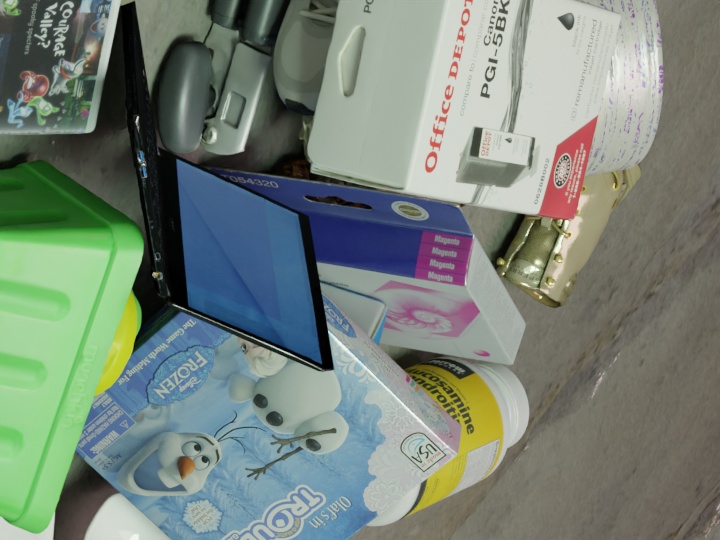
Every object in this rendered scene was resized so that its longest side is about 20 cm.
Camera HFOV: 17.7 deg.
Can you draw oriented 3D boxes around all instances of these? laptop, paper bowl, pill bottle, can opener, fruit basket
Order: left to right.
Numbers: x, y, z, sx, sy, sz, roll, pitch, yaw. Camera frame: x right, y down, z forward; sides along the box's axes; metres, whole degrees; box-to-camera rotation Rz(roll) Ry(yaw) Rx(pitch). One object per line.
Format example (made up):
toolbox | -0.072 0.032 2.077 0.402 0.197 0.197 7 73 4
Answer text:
fruit basket | -0.194 0.042 1.419 0.215 0.155 0.217 -20 124 -32
laptop | -0.083 -0.060 1.411 0.103 0.178 0.201 -8 125 -3
can opener | -0.081 -0.167 1.491 0.067 0.053 0.201 -14 126 -55
pill bottle | 0.055 0.135 1.931 0.200 0.112 0.113 -19 131 -52
paper bowl | 0.142 -0.167 1.722 0.104 0.201 0.202 -10 131 -16

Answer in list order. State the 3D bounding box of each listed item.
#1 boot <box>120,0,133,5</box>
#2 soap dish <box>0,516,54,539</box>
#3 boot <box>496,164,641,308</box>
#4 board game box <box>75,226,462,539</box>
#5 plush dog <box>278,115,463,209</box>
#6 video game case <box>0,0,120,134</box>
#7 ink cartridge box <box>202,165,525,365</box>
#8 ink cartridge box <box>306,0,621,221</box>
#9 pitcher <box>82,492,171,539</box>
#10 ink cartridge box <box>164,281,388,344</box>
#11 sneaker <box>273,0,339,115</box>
boot | -0.128 -0.272 1.297 0.182 0.072 0.200 -61 161 -27
soap dish | -0.287 0.203 1.464 0.200 0.081 0.158 -29 139 -44
boot | 0.169 -0.058 1.980 0.156 0.073 0.200 -59 158 -8
board game box | -0.071 0.104 1.547 0.200 0.199 0.043 -40 -163 23
plush dog | 0.019 -0.101 1.664 0.199 0.161 0.172 0 136 -27
video game case | -0.210 -0.166 1.251 0.181 0.023 0.201 -3 121 -34
ink cartridge box | 0.000 0.000 1.627 0.200 0.195 0.044 54 50 -60
ink cartridge box | 0.070 -0.116 1.480 0.199 0.083 0.148 5 98 -53
pitcher | -0.197 0.277 1.591 0.201 0.121 0.172 -58 -175 27
ink cartridge box | -0.078 0.103 1.624 0.084 0.144 0.201 -65 172 -62
sneaker | -0.012 -0.197 1.469 0.201 0.075 0.087 -70 157 -13
